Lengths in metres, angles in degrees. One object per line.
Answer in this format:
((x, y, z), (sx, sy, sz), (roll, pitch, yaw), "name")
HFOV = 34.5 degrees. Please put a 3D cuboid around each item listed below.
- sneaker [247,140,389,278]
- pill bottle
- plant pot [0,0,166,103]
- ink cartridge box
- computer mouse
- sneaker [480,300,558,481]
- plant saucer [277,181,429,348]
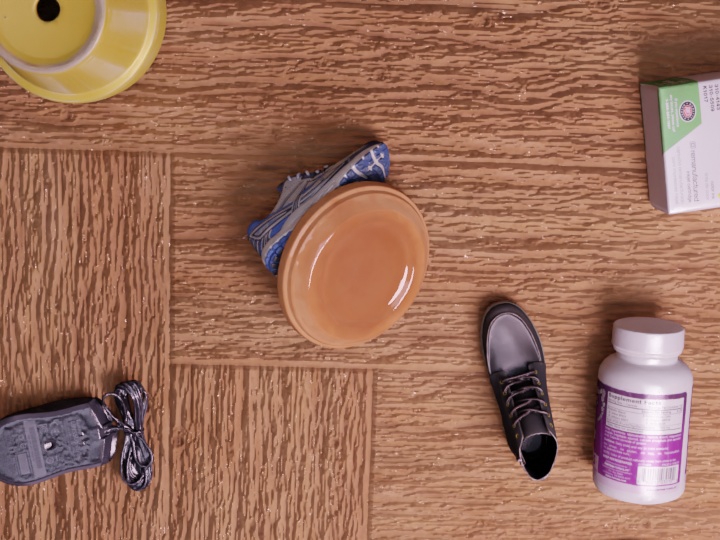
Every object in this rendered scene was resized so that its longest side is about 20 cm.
((-0.052, -0.088, 1.327), (0.200, 0.077, 0.085), (-43, 57, -13), "sneaker")
((0.334, 0.162, 1.371), (0.110, 0.112, 0.203), (1, 101, -2), "pill bottle")
((-0.314, -0.275, 1.227), (0.198, 0.189, 0.204), (0, 102, -2), "plant pot")
((0.431, -0.154, 1.326), (0.197, 0.084, 0.147), (-8, 101, -1), "ink cartridge box")
((-0.351, 0.204, 1.392), (0.197, 0.053, 0.141), (-6, 102, -12), "computer mouse")
((0.194, 0.139, 1.364), (0.074, 0.106, 0.203), (-15, 101, 1), "sneaker")
((0.000, 0.000, 1.317), (0.198, 0.037, 0.203), (-15, 121, -27), "plant saucer")
